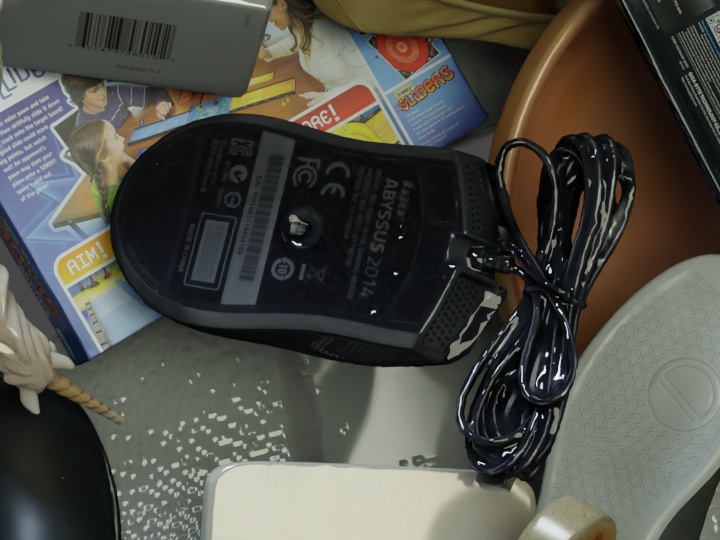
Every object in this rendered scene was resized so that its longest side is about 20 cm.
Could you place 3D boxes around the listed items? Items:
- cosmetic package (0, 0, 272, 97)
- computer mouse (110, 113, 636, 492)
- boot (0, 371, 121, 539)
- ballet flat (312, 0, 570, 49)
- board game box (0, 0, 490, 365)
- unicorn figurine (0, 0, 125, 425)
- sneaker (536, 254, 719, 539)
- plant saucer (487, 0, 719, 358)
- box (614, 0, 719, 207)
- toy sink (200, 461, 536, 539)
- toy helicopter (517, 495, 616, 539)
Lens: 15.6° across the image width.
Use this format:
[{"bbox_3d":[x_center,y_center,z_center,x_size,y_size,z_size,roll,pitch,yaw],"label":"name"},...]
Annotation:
[{"bbox_3d":[-0.081,-0.180,1.029,0.107,0.085,0.201,8,67,-7],"label":"cosmetic package"},{"bbox_3d":[0.000,0.000,1.010,0.199,0.053,0.139,14,77,18],"label":"computer mouse"},{"bbox_3d":[-0.113,0.130,0.971,0.073,0.162,0.199,-3,84,-14],"label":"boot"},{"bbox_3d":[0.074,-0.124,1.080,0.199,0.063,0.069,-5,73,-31],"label":"ballet flat"},{"bbox_3d":[-0.064,-0.070,1.073,0.200,0.034,0.136,-31,93,-17],"label":"board game box"},{"bbox_3d":[-0.166,-0.034,0.992,0.074,0.137,0.201,-31,134,-42],"label":"unicorn figurine"},{"bbox_3d":[0.116,0.090,1.067,0.070,0.099,0.201,22,91,20],"label":"sneaker"},{"bbox_3d":[0.125,-0.038,1.087,0.199,0.037,0.201,-11,109,-35],"label":"plant saucer"},{"bbox_3d":[0.193,-0.093,1.013,0.159,0.046,0.200,-29,106,4],"label":"box"},{"bbox_3d":[-0.014,0.174,1.021,0.130,0.112,0.201,3,88,-15],"label":"toy sink"},{"bbox_3d":[0.025,0.164,0.925,0.079,0.132,0.200,31,68,31],"label":"toy helicopter"}]
